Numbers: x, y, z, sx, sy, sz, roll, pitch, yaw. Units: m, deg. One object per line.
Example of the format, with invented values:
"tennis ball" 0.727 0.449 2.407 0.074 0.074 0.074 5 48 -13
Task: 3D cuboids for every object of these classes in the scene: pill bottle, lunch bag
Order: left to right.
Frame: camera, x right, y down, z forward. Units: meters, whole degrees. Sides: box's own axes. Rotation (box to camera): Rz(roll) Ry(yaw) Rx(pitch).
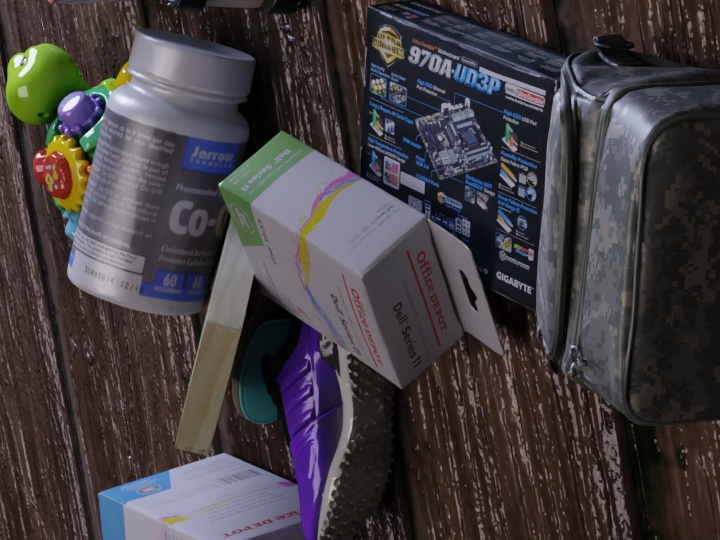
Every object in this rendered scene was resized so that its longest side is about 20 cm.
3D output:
"pill bottle" -0.149 -0.077 1.697 0.113 0.113 0.202 27 107 46
"lunch bag" 0.173 -0.023 1.295 0.168 0.138 0.202 -139 47 -60

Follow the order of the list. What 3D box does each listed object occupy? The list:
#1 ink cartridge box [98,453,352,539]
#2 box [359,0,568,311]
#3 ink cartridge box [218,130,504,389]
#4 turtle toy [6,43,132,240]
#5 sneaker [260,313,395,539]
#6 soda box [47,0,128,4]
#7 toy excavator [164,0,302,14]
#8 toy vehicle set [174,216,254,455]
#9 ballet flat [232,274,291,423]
"ink cartridge box" -0.097 0.240 1.740 0.199 0.128 0.126 17 115 51
"box" 0.076 -0.080 1.474 0.199 0.046 0.160 27 122 47
"ink cartridge box" 0.000 0.000 1.513 0.200 0.067 0.118 32 153 41
"turtle toy" -0.220 -0.103 1.820 0.201 0.101 0.146 59 141 22
"sneaker" -0.030 0.102 1.643 0.099 0.069 0.202 16 105 36
"soda box" -0.233 -0.263 1.764 0.200 0.068 0.064 -134 42 -64
"toy excavator" -0.118 -0.266 1.656 0.201 0.099 0.195 67 146 37
"toy vehicle set" -0.100 0.026 1.656 0.201 0.026 0.125 -81 7 -53
"ballet flat" -0.061 0.018 1.685 0.072 0.067 0.201 -118 34 -53
